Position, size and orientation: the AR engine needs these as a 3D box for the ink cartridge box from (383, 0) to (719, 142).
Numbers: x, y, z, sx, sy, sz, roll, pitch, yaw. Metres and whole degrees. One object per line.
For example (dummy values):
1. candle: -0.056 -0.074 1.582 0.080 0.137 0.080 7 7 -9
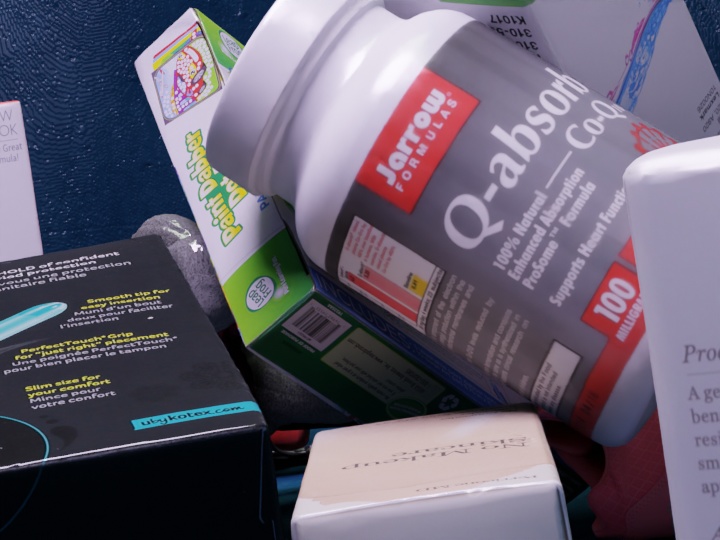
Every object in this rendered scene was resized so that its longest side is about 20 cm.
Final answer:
1. ink cartridge box: 0.059 -0.101 1.087 0.144 0.201 0.084 11 52 43

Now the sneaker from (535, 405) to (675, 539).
1. sneaker: 0.109 0.038 1.106 0.086 0.074 0.201 -15 41 -4

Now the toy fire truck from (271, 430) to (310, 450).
1. toy fire truck: -0.055 0.061 1.488 0.198 0.130 0.176 3 5 5

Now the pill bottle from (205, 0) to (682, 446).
1. pill bottle: 0.046 -0.029 0.994 0.199 0.116 0.116 31 14 10

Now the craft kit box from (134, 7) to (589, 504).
1. craft kit box: 0.000 0.000 1.136 0.048 0.198 0.200 -39 -48 17

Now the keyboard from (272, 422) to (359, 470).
1. keyboard: -0.051 0.070 1.341 0.198 0.021 0.127 -3 -38 1

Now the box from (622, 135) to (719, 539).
1. box: 0.221 0.024 0.871 0.198 0.173 0.200 -7 5 27

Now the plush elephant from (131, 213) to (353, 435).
1. plush elephant: -0.073 0.054 1.216 0.154 0.166 0.199 2 7 -37

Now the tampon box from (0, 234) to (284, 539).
1. tampon box: -0.111 0.085 0.823 0.149 0.127 0.200 -10 19 -11

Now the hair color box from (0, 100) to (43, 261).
1. hair color box: -0.195 0.032 1.135 0.110 0.202 0.064 -11 4 -26

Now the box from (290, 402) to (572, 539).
1. box: 0.028 0.102 0.905 0.094 0.078 0.200 -8 4 1
